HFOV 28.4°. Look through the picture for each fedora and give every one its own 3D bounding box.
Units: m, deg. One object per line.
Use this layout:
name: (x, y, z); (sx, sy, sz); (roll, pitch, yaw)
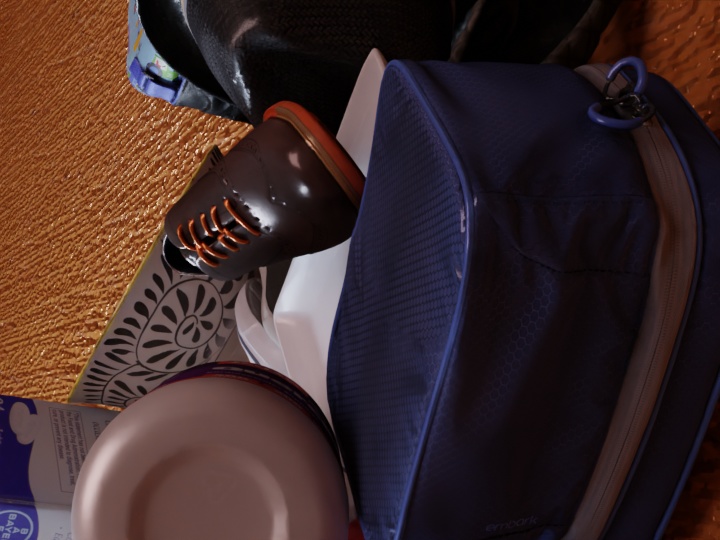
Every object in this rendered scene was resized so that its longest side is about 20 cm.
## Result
fedora: (-0.015, -0.114, 0.724); (0.201, 0.199, 0.092); (-54, 37, 44)

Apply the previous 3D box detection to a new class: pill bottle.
pill bottle: (-0.063, 0.099, 0.650); (0.200, 0.112, 0.113); (-179, 101, -88)

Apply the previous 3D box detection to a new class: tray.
tray: (0.000, 0.000, 0.705); (0.201, 0.022, 0.108); (113, 149, -45)

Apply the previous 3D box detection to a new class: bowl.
bowl: (-0.111, 0.024, 0.974); (0.202, 0.094, 0.201); (-58, 6, 10)

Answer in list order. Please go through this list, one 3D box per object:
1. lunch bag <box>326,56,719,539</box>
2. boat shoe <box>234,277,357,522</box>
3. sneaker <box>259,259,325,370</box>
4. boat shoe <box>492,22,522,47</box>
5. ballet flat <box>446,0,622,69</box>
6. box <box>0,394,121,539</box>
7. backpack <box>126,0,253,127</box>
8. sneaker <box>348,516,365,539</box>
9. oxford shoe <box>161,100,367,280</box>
lunch bag: (0.072, 0.010, 0.551); (0.136, 0.131, 0.201); (-109, 26, -52)
boat shoe: (-0.037, 0.074, 0.843); (0.067, 0.073, 0.200); (-68, 26, 20)
sneaker: (-0.018, -0.019, 0.843); (0.200, 0.070, 0.100); (-114, 37, -59)
boat shoe: (0.047, -0.026, 0.704); (0.064, 0.071, 0.201); (39, 116, 63)
ballet flat: (0.085, -0.127, 0.634); (0.057, 0.066, 0.201); (80, -152, -68)
box: (-0.179, 0.197, 0.952); (0.185, 0.199, 0.105); (-67, 28, 26)
backpack: (-0.072, -0.219, 0.963); (0.200, 0.134, 0.184); (128, 145, -54)
sneaker: (-0.042, 0.185, 0.752); (0.201, 0.115, 0.079); (-62, 29, 33)
oxford shoe: (-0.048, -0.025, 0.669); (0.072, 0.071, 0.200); (-40, 5, -17)
